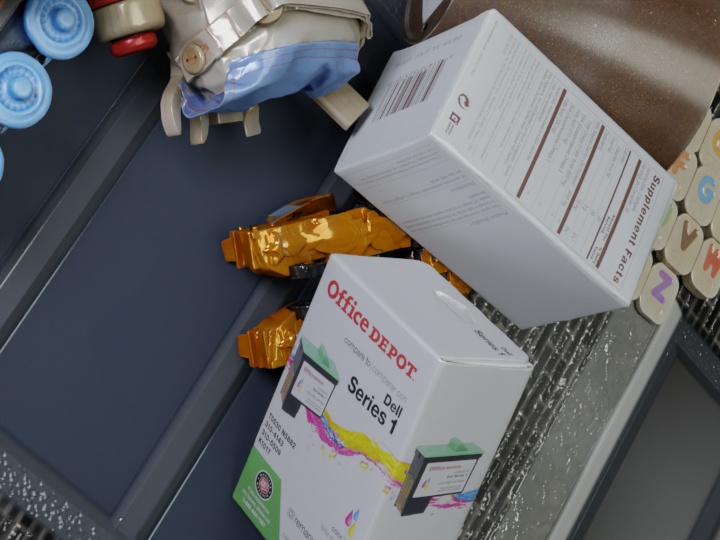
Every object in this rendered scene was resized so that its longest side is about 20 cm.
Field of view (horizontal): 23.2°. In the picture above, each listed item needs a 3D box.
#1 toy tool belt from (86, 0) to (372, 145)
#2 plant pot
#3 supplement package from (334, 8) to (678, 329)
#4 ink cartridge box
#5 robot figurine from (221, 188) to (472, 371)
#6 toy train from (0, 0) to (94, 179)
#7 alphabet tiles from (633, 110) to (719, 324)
[{"bbox_3d":[-0.080,-0.137,1.155,0.199,0.125,0.124,-19,96,-39],"label":"toy tool belt"},{"bbox_3d":[0.139,-0.176,1.310,0.199,0.187,0.188,21,78,-22],"label":"plant pot"},{"bbox_3d":[0.105,-0.066,1.237,0.200,0.117,0.118,40,59,-24],"label":"supplement package"},{"bbox_3d":[0.011,0.109,1.169,0.084,0.145,0.201,7,114,-38],"label":"ink cartridge box"},{"bbox_3d":[0.000,0.000,1.261,0.199,0.058,0.146,-13,99,-37],"label":"robot figurine"},{"bbox_3d":[-0.244,-0.125,1.050,0.114,0.087,0.201,39,68,-26],"label":"toy train"},{"bbox_3d":[0.258,-0.064,1.495,0.200,0.015,0.196,38,68,-32],"label":"alphabet tiles"}]
